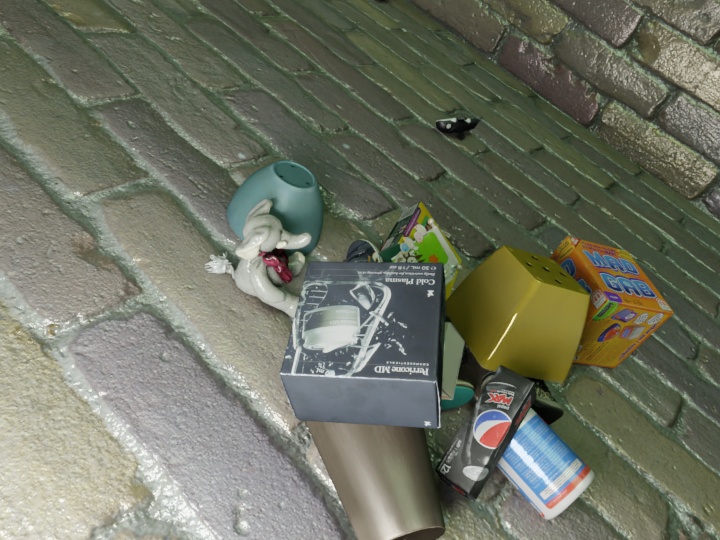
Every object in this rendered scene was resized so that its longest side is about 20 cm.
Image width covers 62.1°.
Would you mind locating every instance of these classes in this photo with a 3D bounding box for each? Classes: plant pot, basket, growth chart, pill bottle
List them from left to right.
[{"bbox_3d":[-0.156,-0.142,1.211,0.199,0.135,0.200,18,37,-15],"label":"plant pot"},{"bbox_3d":[0.033,0.283,0.841,0.180,0.136,0.200,-5,51,-22],"label":"basket"},{"bbox_3d":[0.120,0.002,1.180,0.145,0.018,0.200,50,61,-15],"label":"growth chart"},{"bbox_3d":[0.308,0.069,1.134,0.199,0.177,0.200,14,25,-25],"label":"plant pot"},{"bbox_3d":[0.278,0.300,1.002,0.112,0.112,0.200,-19,59,-46],"label":"pill bottle"}]

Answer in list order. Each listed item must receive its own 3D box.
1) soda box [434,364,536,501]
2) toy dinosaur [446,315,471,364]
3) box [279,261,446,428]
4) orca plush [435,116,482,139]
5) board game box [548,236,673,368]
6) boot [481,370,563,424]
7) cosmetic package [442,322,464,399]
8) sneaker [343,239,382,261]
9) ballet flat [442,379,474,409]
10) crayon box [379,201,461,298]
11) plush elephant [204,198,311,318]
[{"bbox_3d":[0.199,0.254,0.938,0.063,0.071,0.200,26,70,31],"label":"soda box"},{"bbox_3d":[0.209,0.149,1.195,0.088,0.047,0.200,2,47,-42],"label":"toy dinosaur"},{"bbox_3d":[0.014,0.097,0.822,0.199,0.124,0.197,0,49,10],"label":"box"},{"bbox_3d":[0.337,-0.479,2.039,0.105,0.071,0.200,-2,9,39],"label":"orca plush"},{"bbox_3d":[0.528,0.076,1.367,0.199,0.200,0.200,11,40,-25],"label":"board game box"},{"bbox_3d":[0.292,0.202,1.153,0.203,0.073,0.154,28,32,-28],"label":"boot"},{"bbox_3d":[0.055,0.138,0.953,0.071,0.199,0.106,48,53,-47],"label":"cosmetic package"},{"bbox_3d":[0.000,0.000,1.183,0.079,0.078,0.200,25,29,-35],"label":"sneaker"},{"bbox_3d":[0.112,0.209,1.038,0.199,0.070,0.070,-2,46,-36],"label":"ballet flat"},{"bbox_3d":[0.135,-0.028,1.286,0.173,0.058,0.200,54,33,-15],"label":"crayon box"},{"bbox_3d":[-0.159,-0.036,1.062,0.199,0.155,0.165,17,38,-18],"label":"plush elephant"}]
